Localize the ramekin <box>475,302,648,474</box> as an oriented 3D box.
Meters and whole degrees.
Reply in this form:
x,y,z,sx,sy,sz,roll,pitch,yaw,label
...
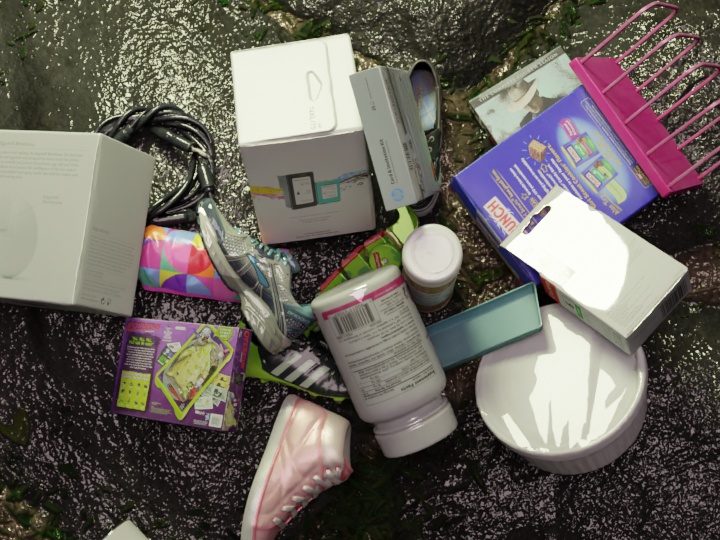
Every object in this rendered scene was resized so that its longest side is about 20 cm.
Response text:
x,y,z,sx,sy,sz,roll,pitch,yaw,label
0.243,0.145,1.507,0.201,0.094,0.203,-13,53,18,ramekin

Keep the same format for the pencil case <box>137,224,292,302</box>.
x,y,z,sx,sy,sz,roll,pitch,yaw,label
-0.178,-0.001,1.588,0.199,0.088,0.089,11,78,5,pencil case

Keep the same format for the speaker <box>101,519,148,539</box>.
x,y,z,sx,sy,sz,roll,pitch,yaw,label
-0.230,0.390,1.503,0.200,0.081,0.081,43,82,10,speaker

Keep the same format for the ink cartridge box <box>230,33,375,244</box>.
x,y,z,sx,sy,sz,roll,pitch,yaw,label
-0.066,-0.154,1.540,0.145,0.200,0.147,-8,57,0,ink cartridge box

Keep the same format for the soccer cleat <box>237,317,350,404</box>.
x,y,z,sx,sy,sz,roll,pitch,yaw,label
-0.060,0.107,1.562,0.199,0.068,0.082,11,108,4,soccer cleat

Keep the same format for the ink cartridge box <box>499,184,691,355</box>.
x,y,z,sx,sy,sz,roll,pitch,yaw,label
0.270,-0.004,1.493,0.109,0.050,0.200,-46,56,-9,ink cartridge box

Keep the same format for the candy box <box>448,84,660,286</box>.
x,y,z,sx,sy,sz,roll,pitch,yaw,label
0.237,-0.099,1.582,0.199,0.077,0.170,-35,83,-7,candy box

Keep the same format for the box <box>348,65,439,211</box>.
x,y,z,sx,sy,sz,roll,pitch,yaw,label
0.043,-0.155,1.496,0.041,0.200,0.157,-15,95,13,box

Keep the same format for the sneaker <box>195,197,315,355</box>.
x,y,z,sx,sy,sz,roll,pitch,yaw,label
-0.121,-0.006,1.510,0.086,0.078,0.201,-32,101,-2,sneaker

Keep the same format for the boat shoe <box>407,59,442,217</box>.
x,y,z,sx,sy,sz,roll,pitch,yaw,label
0.074,-0.171,1.627,0.069,0.066,0.201,7,78,3,boat shoe

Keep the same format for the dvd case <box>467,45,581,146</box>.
x,y,z,sx,sy,sz,roll,pitch,yaw,label
0.250,-0.168,1.646,0.145,0.022,0.201,-31,78,-5,dvd case

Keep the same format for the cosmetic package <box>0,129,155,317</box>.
x,y,z,sx,sy,sz,roll,pitch,yaw,label
-0.370,-0.057,1.544,0.198,0.123,0.201,5,84,26,cosmetic package

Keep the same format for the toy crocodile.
x,y,z,sx,sy,sz,roll,pitch,yaw,label
0.000,0.000,1.568,0.062,0.068,0.200,46,108,0,toy crocodile

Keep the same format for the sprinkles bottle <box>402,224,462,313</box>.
x,y,z,sx,sy,sz,roll,pitch,yaw,label
0.082,0.001,1.520,0.068,0.200,0.069,0,78,1,sprinkles bottle

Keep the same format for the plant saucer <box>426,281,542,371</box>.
x,y,z,sx,sy,sz,roll,pitch,yaw,label
0.128,0.080,1.544,0.199,0.019,0.070,-24,45,22,plant saucer

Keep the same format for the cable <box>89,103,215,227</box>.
x,y,z,sx,sy,sz,roll,pitch,yaw,label
-0.284,-0.130,1.634,0.199,0.051,0.164,-8,77,0,cable

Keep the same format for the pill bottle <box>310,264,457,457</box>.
x,y,z,sx,sy,sz,roll,pitch,yaw,label
0.031,0.105,1.488,0.113,0.113,0.201,-24,96,-4,pill bottle

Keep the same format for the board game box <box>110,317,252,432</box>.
x,y,z,sx,sy,sz,roll,pitch,yaw,label
-0.215,0.121,1.527,0.199,0.032,0.121,3,85,40,board game box

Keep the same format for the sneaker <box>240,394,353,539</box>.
x,y,z,sx,sy,sz,roll,pitch,yaw,label
-0.070,0.255,1.531,0.104,0.075,0.201,16,74,10,sneaker

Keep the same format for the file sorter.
x,y,z,sx,sy,sz,roll,pitch,yaw,label
0.379,-0.211,1.569,0.125,0.139,0.201,-39,77,29,file sorter
